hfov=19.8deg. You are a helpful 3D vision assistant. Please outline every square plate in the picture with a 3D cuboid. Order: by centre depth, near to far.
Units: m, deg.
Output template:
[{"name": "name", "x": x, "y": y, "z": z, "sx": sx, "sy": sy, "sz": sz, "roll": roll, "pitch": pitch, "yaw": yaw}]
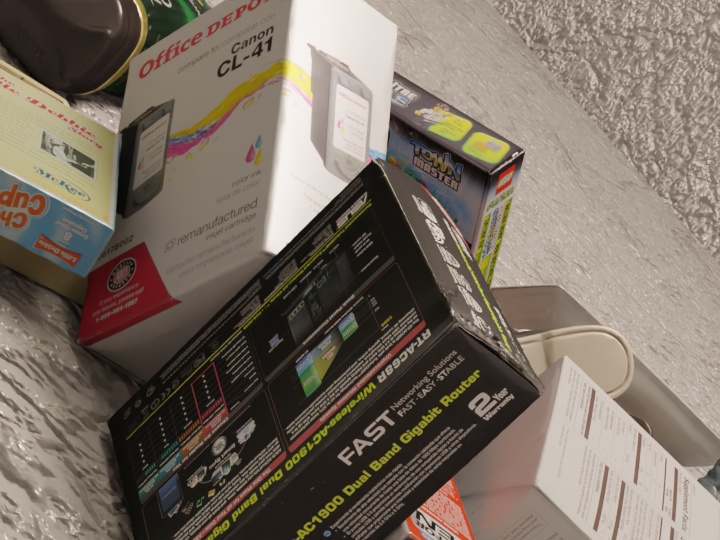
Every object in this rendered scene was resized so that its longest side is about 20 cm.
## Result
[{"name": "square plate", "x": 0.123, "y": 0.080, "z": 1.402, "sx": 0.200, "sy": 0.028, "sz": 0.198, "roll": 42, "pitch": -26, "yaw": -28}]

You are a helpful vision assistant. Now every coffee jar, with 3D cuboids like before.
[{"name": "coffee jar", "x": -0.174, "y": -0.171, "z": 1.430, "sx": 0.104, "sy": 0.085, "sz": 0.200, "roll": 48, "pitch": 15, "yaw": 10}]

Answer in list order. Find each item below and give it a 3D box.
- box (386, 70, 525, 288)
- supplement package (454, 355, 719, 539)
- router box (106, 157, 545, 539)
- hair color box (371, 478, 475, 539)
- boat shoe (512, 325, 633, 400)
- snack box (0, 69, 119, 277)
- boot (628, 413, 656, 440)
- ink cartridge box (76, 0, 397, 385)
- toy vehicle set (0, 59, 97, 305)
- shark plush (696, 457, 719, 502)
[{"name": "box", "x": -0.001, "y": -0.070, "z": 1.224, "sx": 0.200, "sy": 0.110, "sz": 0.035, "roll": 33, "pitch": 45, "yaw": 24}, {"name": "supplement package", "x": 0.117, "y": 0.185, "z": 1.075, "sx": 0.200, "sy": 0.152, "sz": 0.151, "roll": 43, "pitch": 24, "yaw": -8}, {"name": "router box", "x": -0.023, "y": 0.063, "z": 0.957, "sx": 0.062, "sy": 0.200, "sz": 0.150, "roll": 38, "pitch": 16, "yaw": -30}, {"name": "hair color box", "x": -0.011, "y": 0.121, "z": 1.018, "sx": 0.064, "sy": 0.111, "sz": 0.200, "roll": 39, "pitch": 16, "yaw": -25}, {"name": "boat shoe", "x": 0.062, "y": 0.063, "z": 1.224, "sx": 0.057, "sy": 0.200, "sz": 0.067, "roll": 141, "pitch": -52, "yaw": -69}, {"name": "snack box", "x": -0.218, "y": -0.080, "z": 1.067, "sx": 0.200, "sy": 0.037, "sz": 0.116, "roll": 29, "pitch": 23, "yaw": -18}, {"name": "boot", "x": 0.113, "y": 0.127, "z": 1.376, "sx": 0.200, "sy": 0.070, "sz": 0.146, "roll": 18, "pitch": -31, "yaw": 12}, {"name": "ink cartridge box", "x": -0.064, "y": -0.047, "z": 1.115, "sx": 0.086, "sy": 0.148, "sz": 0.200, "roll": 32, "pitch": 47, "yaw": -36}, {"name": "toy vehicle set", "x": -0.193, "y": -0.059, "z": 1.181, "sx": 0.124, "sy": 0.027, "sz": 0.200, "roll": 32, "pitch": 19, "yaw": -43}, {"name": "shark plush", "x": 0.207, "y": 0.196, "z": 1.311, "sx": 0.091, "sy": 0.200, "sz": 0.083, "roll": 51, "pitch": -21, "yaw": -22}]
